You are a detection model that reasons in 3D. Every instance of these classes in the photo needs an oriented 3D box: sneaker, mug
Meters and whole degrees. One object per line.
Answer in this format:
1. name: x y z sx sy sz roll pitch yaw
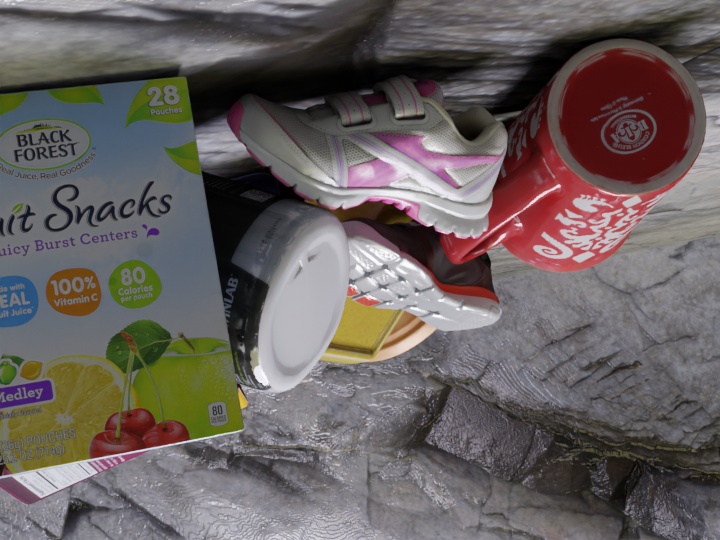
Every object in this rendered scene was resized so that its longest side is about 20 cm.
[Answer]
1. sneaker: 0.010 -0.089 0.796 0.199 0.089 0.081 11 -155 -30
2. sneaker: 0.040 -0.013 0.970 0.077 0.083 0.200 -13 155 32
3. mug: 0.157 -0.064 0.896 0.133 0.178 0.200 31 169 2

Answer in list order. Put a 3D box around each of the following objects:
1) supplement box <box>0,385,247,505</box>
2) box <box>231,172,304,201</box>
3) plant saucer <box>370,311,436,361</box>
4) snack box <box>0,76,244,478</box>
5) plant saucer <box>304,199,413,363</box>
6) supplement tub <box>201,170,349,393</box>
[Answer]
1. supplement box: -0.206 0.089 0.988 0.199 0.111 0.086 -24 153 -3
2. box: -0.108 -0.053 1.131 0.120 0.033 0.200 -13 174 15
3. plant saucer: 0.029 -0.009 1.186 0.199 0.201 0.037 -16 140 40
4. snack box: -0.164 0.005 0.677 0.167 0.202 0.068 -9 174 -17
5. plant saucer: 0.000 0.000 1.030 0.201 0.048 0.200 -57 153 9
6. supplement tub: -0.117 -0.006 0.806 0.199 0.123 0.122 18 -172 24
